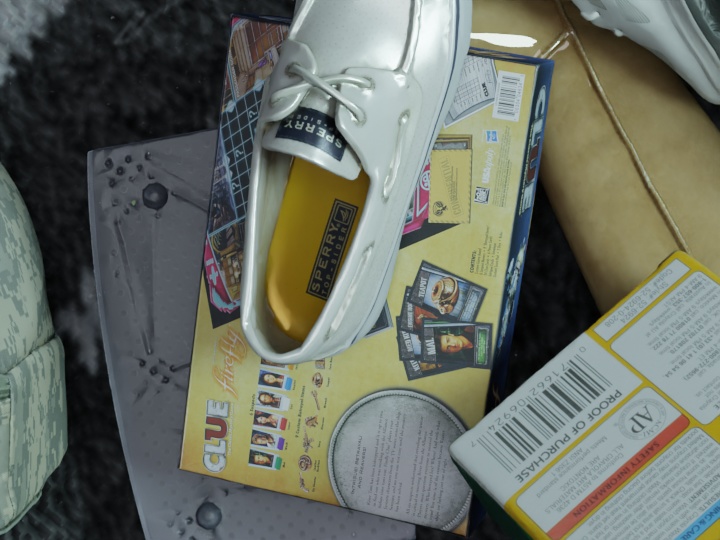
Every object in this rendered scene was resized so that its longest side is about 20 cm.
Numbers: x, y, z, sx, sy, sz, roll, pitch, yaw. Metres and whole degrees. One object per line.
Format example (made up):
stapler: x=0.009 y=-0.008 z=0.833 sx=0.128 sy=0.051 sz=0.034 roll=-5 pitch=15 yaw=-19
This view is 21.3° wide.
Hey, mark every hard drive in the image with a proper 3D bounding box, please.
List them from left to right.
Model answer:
hard drive: x=-0.049 y=0.034 z=0.887 sx=0.134 sy=0.042 sz=0.201 roll=-10 pitch=89 yaw=3

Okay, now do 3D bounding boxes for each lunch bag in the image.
lunch bag: x=-0.204 y=0.020 z=0.823 sx=0.139 sy=0.200 sz=0.169 roll=0 pitch=94 yaw=1

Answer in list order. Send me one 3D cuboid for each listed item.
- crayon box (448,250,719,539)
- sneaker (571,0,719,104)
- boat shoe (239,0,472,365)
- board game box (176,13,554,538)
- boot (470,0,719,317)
crayon box: x=0.138 y=0.091 z=0.699 sx=0.126 sy=0.200 sz=0.052 roll=-40 pitch=131 yaw=-7
sneaker: x=0.086 y=-0.140 z=0.809 sx=0.115 sy=0.076 sz=0.201 roll=-20 pitch=120 yaw=36
boat shoe: x=-0.009 y=-0.057 z=0.751 sx=0.071 sy=0.070 sz=0.201 roll=19 pitch=104 yaw=15
board game box: x=0.000 y=0.000 z=0.813 sx=0.135 sy=0.035 sz=0.201 roll=12 pitch=102 yaw=16
boot: x=0.085 y=-0.041 z=0.834 sx=0.175 sy=0.066 sz=0.201 roll=-24 pitch=75 yaw=-8
